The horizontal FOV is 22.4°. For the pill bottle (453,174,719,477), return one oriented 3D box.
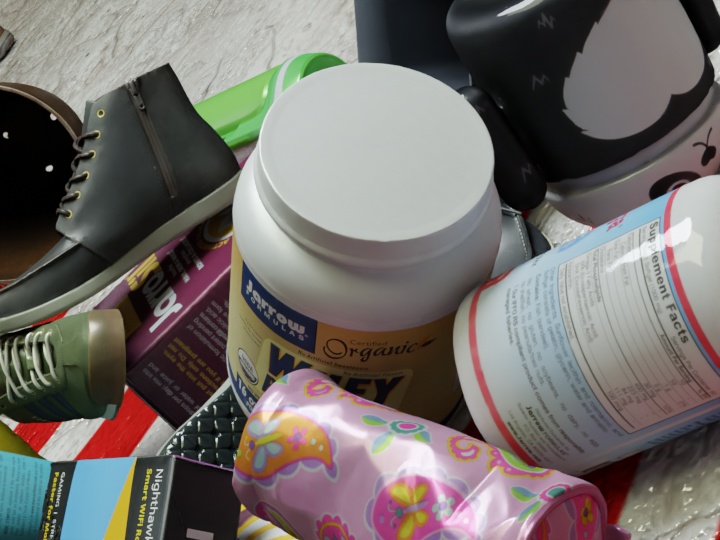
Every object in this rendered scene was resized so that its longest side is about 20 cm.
[{"bbox_3d":[0.150,0.022,0.874,0.199,0.109,0.109,-27,30,32],"label":"pill bottle"}]

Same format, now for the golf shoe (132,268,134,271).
[{"bbox_3d":[-0.098,-0.016,1.358,0.200,0.075,0.092,-45,28,2],"label":"golf shoe"}]

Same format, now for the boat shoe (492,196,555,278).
[{"bbox_3d":[0.070,-0.024,1.124,0.074,0.062,0.200,-38,27,10],"label":"boat shoe"}]

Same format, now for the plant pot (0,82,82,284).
[{"bbox_3d":[-0.334,-0.104,1.760,0.187,0.187,0.200,-39,11,12],"label":"plant pot"}]

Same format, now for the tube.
[{"bbox_3d":[-0.211,0.145,1.133,0.050,0.199,0.078,131,145,-52],"label":"tube"}]

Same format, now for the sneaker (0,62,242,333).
[{"bbox_3d":[-0.182,-0.047,1.196,0.199,0.107,0.075,-34,10,-12],"label":"sneaker"}]

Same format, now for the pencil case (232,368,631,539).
[{"bbox_3d":[0.030,0.114,0.882,0.199,0.088,0.088,18,63,40],"label":"pencil case"}]

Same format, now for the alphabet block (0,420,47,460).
[{"bbox_3d":[-0.319,0.206,1.207,0.199,0.196,0.196,-23,34,38],"label":"alphabet block"}]

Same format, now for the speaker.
[{"bbox_3d":[-0.088,-0.112,1.474,0.199,0.088,0.089,-18,35,44],"label":"speaker"}]

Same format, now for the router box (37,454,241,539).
[{"bbox_3d":[-0.134,0.205,0.993,0.149,0.051,0.202,-11,67,54],"label":"router box"}]

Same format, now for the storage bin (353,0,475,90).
[{"bbox_3d":[0.090,-0.170,1.205,0.133,0.147,0.200,-11,17,-19],"label":"storage bin"}]

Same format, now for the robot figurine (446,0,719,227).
[{"bbox_3d":[0.127,-0.119,1.016,0.150,0.201,0.125,-26,21,16],"label":"robot figurine"}]

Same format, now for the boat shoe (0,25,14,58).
[{"bbox_3d":[-0.559,-0.289,2.481,0.199,0.072,0.076,-31,28,28],"label":"boat shoe"}]

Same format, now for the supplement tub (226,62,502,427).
[{"bbox_3d":[0.000,0.000,0.993,0.201,0.143,0.145,97,-166,-51],"label":"supplement tub"}]

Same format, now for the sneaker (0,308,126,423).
[{"bbox_3d":[-0.209,0.069,1.187,0.200,0.089,0.068,147,120,-71],"label":"sneaker"}]

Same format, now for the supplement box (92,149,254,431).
[{"bbox_3d":[-0.072,0.011,1.238,0.200,0.103,0.131,-45,26,1],"label":"supplement box"}]

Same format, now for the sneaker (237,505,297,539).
[{"bbox_3d":[-0.025,0.153,0.980,0.199,0.075,0.090,0,55,55],"label":"sneaker"}]

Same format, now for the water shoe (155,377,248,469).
[{"bbox_3d":[-0.057,0.092,1.122,0.200,0.071,0.079,-36,-18,-29],"label":"water shoe"}]
